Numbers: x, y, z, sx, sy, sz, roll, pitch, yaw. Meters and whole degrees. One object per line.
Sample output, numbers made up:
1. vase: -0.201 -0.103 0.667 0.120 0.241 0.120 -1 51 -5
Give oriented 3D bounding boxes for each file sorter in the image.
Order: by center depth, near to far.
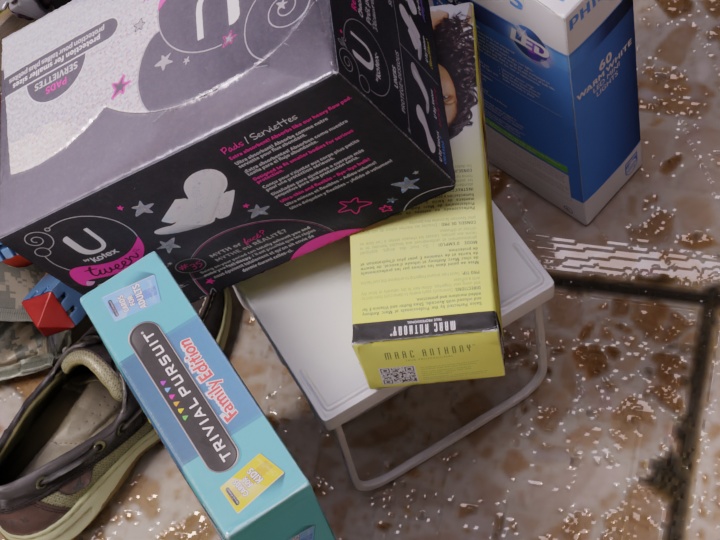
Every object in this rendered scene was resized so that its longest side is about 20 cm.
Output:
1. file sorter: 0.000 0.000 0.998 0.138 0.125 0.200 -30 59 -8

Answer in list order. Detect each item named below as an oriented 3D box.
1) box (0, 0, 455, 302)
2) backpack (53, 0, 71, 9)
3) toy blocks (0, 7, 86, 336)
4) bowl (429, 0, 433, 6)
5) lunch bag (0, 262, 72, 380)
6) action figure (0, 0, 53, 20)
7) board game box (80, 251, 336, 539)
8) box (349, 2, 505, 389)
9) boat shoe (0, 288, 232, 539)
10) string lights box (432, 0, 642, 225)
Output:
1. box: -0.071 -0.082 0.885 0.199 0.115 0.133 -22 54 23
2. backpack: -0.266 -0.181 1.131 0.190 0.154 0.201 -38 47 29
3. toy blocks: -0.188 -0.056 1.002 0.099 0.201 0.137 -16 24 35
4. bowl: -0.064 -0.164 1.138 0.199 0.075 0.200 25 68 22
5. lunch bag: -0.272 -0.014 1.061 0.198 0.118 0.165 -1 56 -21
6. action figure: -0.138 -0.167 0.988 0.198 0.070 0.131 17 46 1
7. board game box: -0.063 0.104 0.905 0.047 0.200 0.151 -32 59 -8
8. box: 0.031 -0.042 0.916 0.075 0.050 0.201 -7 60 6
9. boat shoe: -0.142 0.068 1.019 0.073 0.065 0.201 20 63 24
10. string lights box: 0.099 -0.121 1.005 0.103 0.200 0.059 36 72 26
